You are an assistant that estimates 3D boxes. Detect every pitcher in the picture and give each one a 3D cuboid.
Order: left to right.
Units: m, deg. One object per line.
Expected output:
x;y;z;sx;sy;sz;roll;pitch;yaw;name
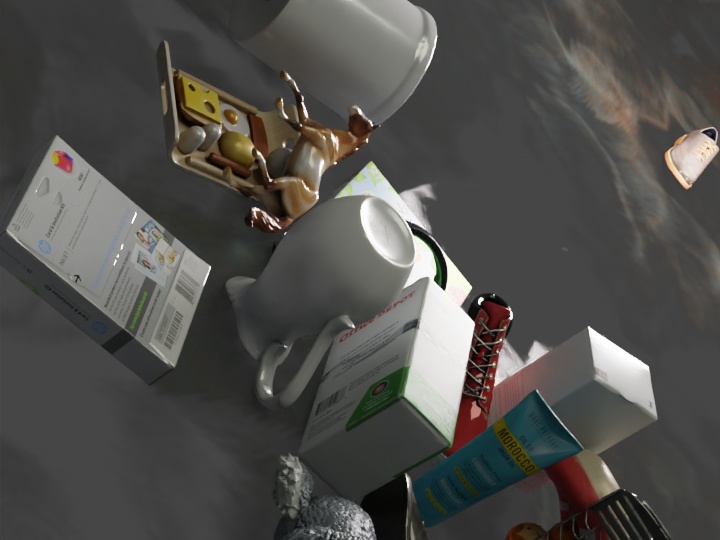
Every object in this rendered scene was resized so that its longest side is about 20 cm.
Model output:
-0.039;0.031;1.490;0.121;0.200;0.172;24;44;-40;pitcher

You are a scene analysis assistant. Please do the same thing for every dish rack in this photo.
0.239;0.331;1.594;0.154;0.200;0.055;57;15;2;dish rack

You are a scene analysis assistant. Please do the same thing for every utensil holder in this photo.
-0.035;-0.293;1.841;0.200;0.170;0.171;30;38;-32;utensil holder

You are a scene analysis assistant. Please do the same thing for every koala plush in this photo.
-0.032;0.265;1.322;0.177;0.184;0.200;46;20;-15;koala plush

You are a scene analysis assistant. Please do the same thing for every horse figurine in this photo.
-0.071;-0.116;1.638;0.133;0.050;0.201;43;65;-39;horse figurine

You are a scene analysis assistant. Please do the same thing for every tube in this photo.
0.131;0.200;1.561;0.078;0.200;0.050;49;30;-6;tube

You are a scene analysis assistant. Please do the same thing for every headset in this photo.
0.000;0.000;1.657;0.199;0.124;0.094;14;14;-10;headset

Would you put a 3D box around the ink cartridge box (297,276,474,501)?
0.030;0.119;1.551;0.083;0.146;0.200;44;33;-19;ink cartridge box

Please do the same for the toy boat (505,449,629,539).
0.224;0.299;1.680;0.131;0.130;0.201;-126;-149;-80;toy boat

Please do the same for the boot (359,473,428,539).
0.076;0.314;1.520;0.174;0.069;0.201;33;40;-41;boot

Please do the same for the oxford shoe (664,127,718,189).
0.600;-0.210;2.727;0.071;0.073;0.200;49;32;-10;oxford shoe

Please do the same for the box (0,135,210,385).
-0.239;-0.010;1.407;0.200;0.041;0.156;42;33;-22;box

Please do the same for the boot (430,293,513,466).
0.124;0.117;1.674;0.072;0.145;0.200;19;36;-7;boot

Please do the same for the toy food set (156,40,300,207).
-0.139;-0.161;1.671;0.200;0.060;0.144;24;43;-42;toy food set

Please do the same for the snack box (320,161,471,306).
0.035;-0.015;1.779;0.200;0.053;0.142;51;30;-6;snack box

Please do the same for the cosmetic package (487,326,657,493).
0.225;0.162;1.725;0.113;0.200;0.081;33;36;-31;cosmetic package
